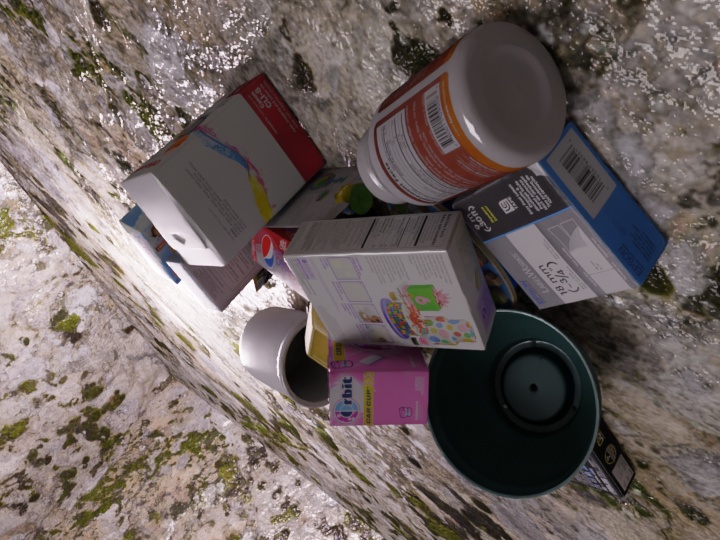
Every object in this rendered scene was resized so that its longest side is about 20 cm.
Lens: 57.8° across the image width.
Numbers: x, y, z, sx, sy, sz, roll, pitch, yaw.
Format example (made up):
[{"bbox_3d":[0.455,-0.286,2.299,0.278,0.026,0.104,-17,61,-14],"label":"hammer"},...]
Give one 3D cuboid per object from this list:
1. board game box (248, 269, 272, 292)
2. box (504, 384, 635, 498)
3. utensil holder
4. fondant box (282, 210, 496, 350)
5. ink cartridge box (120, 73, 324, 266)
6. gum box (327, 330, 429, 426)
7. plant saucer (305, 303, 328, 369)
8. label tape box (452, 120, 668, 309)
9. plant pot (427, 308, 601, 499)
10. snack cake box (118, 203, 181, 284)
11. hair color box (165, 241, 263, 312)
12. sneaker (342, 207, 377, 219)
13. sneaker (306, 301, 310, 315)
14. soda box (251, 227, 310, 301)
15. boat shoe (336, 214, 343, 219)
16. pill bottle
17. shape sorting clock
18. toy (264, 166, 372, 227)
[{"bbox_3d":[-0.248,-0.068,1.227,0.164,0.057,0.201,37,156,18],"label":"board game box"},{"bbox_3d":[0.271,0.223,0.921,0.201,0.049,0.160,52,153,-20],"label":"box"},{"bbox_3d":[-0.131,0.162,1.290,0.198,0.170,0.171,8,140,54],"label":"utensil holder"},{"bbox_3d":[0.032,0.014,0.708,0.196,0.059,0.146,0,135,33],"label":"fondant box"},{"bbox_3d":[-0.180,-0.124,0.853,0.144,0.201,0.145,1,134,55],"label":"ink cartridge box"},{"bbox_3d":[0.014,0.116,0.812,0.200,0.111,0.068,-104,14,-75],"label":"gum box"},{"bbox_3d":[-0.012,0.133,1.030,0.198,0.049,0.201,33,154,8],"label":"plant saucer"},{"bbox_3d":[0.167,-0.037,0.636,0.144,0.063,0.199,47,155,-8],"label":"label tape box"},{"bbox_3d":[0.191,0.144,0.765,0.198,0.204,0.133,27,-166,29],"label":"plant pot"},{"bbox_3d":[-0.265,-0.095,1.031,0.066,0.201,0.116,22,150,34],"label":"snack cake box"},{"bbox_3d":[-0.184,-0.047,0.986,0.060,0.201,0.100,6,139,51],"label":"hair color box"},{"bbox_3d":[0.000,0.000,0.893,0.079,0.068,0.203,-107,20,-50],"label":"sneaker"},{"bbox_3d":[0.007,0.101,1.114,0.199,0.076,0.115,41,150,-19],"label":"sneaker"},{"bbox_3d":[-0.082,-0.024,0.876,0.199,0.069,0.065,30,126,55],"label":"soda box"},{"bbox_3d":[-0.072,-0.035,0.999,0.072,0.066,0.201,42,156,-1],"label":"boat shoe"},{"bbox_3d":[0.075,-0.123,0.578,0.112,0.113,0.199,47,156,-13],"label":"pill bottle"},{"bbox_3d":[0.101,-0.023,0.759,0.199,0.039,0.200,42,167,12],"label":"shape sorting clock"},{"bbox_3d":[-0.052,-0.080,0.832,0.198,0.115,0.048,0,132,56],"label":"toy"}]
